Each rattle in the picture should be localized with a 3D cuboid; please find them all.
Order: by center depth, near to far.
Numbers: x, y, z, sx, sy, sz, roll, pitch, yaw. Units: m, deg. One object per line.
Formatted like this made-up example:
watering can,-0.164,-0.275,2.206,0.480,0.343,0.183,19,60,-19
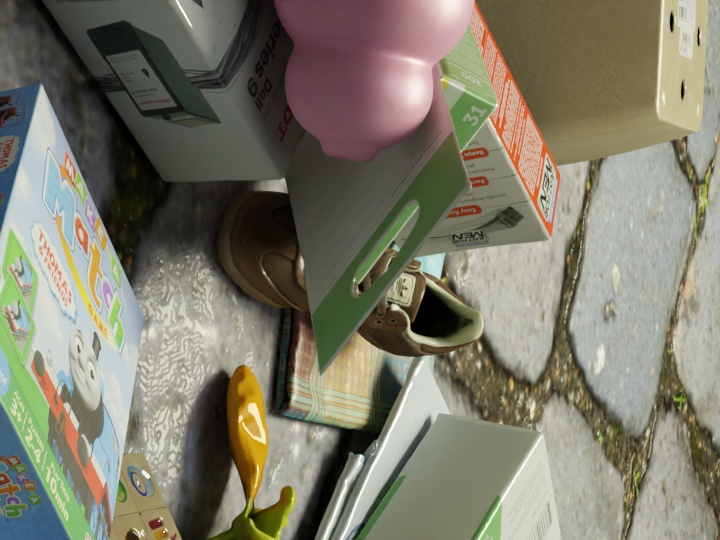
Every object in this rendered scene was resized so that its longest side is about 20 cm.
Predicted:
rattle,0.009,0.148,1.063,0.130,0.198,0.144,56,45,-48

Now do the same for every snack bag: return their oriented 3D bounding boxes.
snack bag,0.027,0.180,1.272,0.201,0.021,0.189,-64,147,-31

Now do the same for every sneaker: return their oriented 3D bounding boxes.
sneaker,0.000,0.000,1.135,0.199,0.075,0.071,26,71,-45

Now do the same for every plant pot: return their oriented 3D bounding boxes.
plant pot,0.149,-0.171,1.320,0.199,0.175,0.202,1,93,-67

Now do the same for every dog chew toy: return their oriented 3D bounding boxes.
dog chew toy,0.009,-0.158,0.957,0.124,0.123,0.202,6,92,-62

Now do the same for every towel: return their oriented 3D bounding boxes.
towel,0.005,0.035,1.241,0.200,0.021,0.148,18,75,-61

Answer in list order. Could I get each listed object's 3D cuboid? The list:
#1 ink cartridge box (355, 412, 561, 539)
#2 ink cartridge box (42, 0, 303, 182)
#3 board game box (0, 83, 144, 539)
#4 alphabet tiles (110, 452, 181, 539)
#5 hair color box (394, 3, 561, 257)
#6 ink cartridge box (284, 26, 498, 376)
ink cartridge box,0.075,0.223,1.261,0.146,0.087,0.201,-53,139,-41
ink cartridge box,-0.090,-0.164,0.977,0.201,0.083,0.147,59,41,-46
board game box,-0.149,0.030,0.854,0.201,0.036,0.152,-91,165,-53
alphabet tiles,-0.110,0.189,0.925,0.202,0.008,0.167,66,18,10
hair color box,0.044,-0.099,1.189,0.201,0.110,0.064,59,35,-40
ink cartridge box,0.019,-0.049,1.025,0.048,0.146,0.201,22,32,-27
